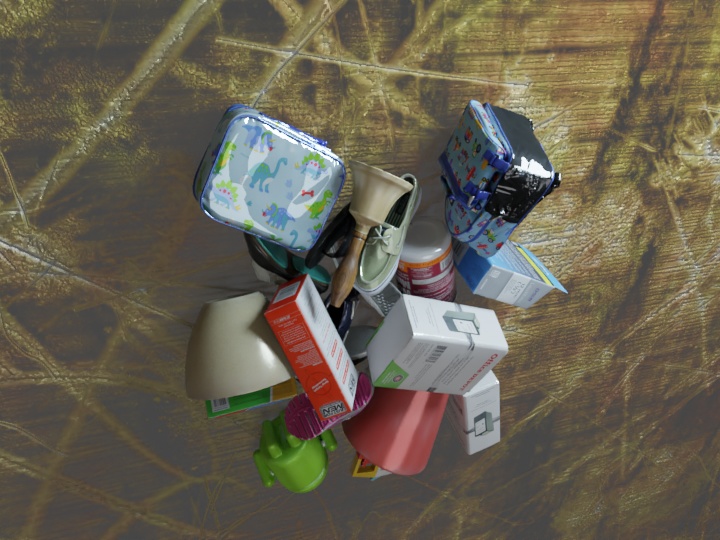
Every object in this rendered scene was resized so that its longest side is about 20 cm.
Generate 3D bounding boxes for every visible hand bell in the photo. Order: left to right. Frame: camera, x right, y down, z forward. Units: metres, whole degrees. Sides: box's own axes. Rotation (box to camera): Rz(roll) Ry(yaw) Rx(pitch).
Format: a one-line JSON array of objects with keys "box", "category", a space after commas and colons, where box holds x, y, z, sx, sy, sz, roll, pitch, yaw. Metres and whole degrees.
[{"box": [-0.005, -0.045, 0.849, 0.102, 0.104, 0.206, 18, 95, -31], "category": "hand bell"}]

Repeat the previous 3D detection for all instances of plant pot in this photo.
[{"box": [-0.196, 0.111, 0.943, 0.194, 0.200, 0.139, -12, 94, -12], "category": "plant pot"}, {"box": [0.084, 0.270, 1.165, 0.196, 0.201, 0.181, 17, 108, -31], "category": "plant pot"}]

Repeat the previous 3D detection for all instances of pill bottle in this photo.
[{"box": [0.116, 0.016, 1.030, 0.106, 0.111, 0.204, -19, 130, -7], "category": "pill bottle"}]

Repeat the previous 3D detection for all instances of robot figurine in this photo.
[{"box": [-0.134, 0.375, 1.190, 0.172, 0.116, 0.203, -29, 131, -5], "category": "robot figurine"}]

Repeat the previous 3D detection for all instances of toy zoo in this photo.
[{"box": [0.052, 0.425, 1.364, 0.127, 0.021, 0.205, 2, 123, -23], "category": "toy zoo"}]

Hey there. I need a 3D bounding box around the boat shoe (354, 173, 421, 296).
[{"box": [0.039, -0.061, 0.923, 0.062, 0.070, 0.205, 47, 64, -72], "category": "boat shoe"}]

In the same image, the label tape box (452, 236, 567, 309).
[{"box": [0.259, -0.003, 1.050, 0.195, 0.145, 0.067, 18, 118, -31], "category": "label tape box"}]

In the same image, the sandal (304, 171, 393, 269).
[{"box": [-0.009, -0.071, 0.909, 0.200, 0.048, 0.075, -46, 168, -7], "category": "sandal"}]

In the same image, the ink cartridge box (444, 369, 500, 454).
[{"box": [0.227, 0.263, 1.233, 0.082, 0.147, 0.204, -19, 130, -8], "category": "ink cartridge box"}]

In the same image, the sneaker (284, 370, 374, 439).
[{"box": [-0.050, 0.249, 1.067, 0.196, 0.084, 0.088, -27, 163, 18], "category": "sneaker"}]

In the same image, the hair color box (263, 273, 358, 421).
[{"box": [-0.072, 0.121, 0.918, 0.060, 0.102, 0.204, -21, 108, 15], "category": "hair color box"}]

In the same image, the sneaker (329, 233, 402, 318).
[{"box": [0.000, 0.000, 1.004, 0.072, 0.084, 0.203, -36, 108, -9], "category": "sneaker"}]

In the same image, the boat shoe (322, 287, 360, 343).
[{"box": [-0.065, 0.119, 1.016, 0.073, 0.093, 0.206, 23, 100, 8], "category": "boat shoe"}]

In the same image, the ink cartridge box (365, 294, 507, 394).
[{"box": [0.128, 0.132, 0.991, 0.194, 0.086, 0.147, 11, 134, -27], "category": "ink cartridge box"}]

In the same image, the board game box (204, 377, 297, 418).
[{"box": [-0.192, 0.222, 1.027, 0.148, 0.042, 0.200, -12, 168, -13], "category": "board game box"}]

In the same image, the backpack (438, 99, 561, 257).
[{"box": [0.193, -0.134, 0.916, 0.130, 0.186, 0.202, 13, 132, -19], "category": "backpack"}]

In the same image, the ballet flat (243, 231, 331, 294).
[{"box": [-0.131, -0.005, 0.946, 0.068, 0.069, 0.199, -37, 130, 20], "category": "ballet flat"}]

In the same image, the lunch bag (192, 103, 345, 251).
[{"box": [-0.126, -0.131, 0.832, 0.196, 0.082, 0.164, 20, 103, -32], "category": "lunch bag"}]

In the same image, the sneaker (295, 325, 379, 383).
[{"box": [-0.032, 0.178, 1.121, 0.195, 0.072, 0.100, -24, 132, 4], "category": "sneaker"}]
